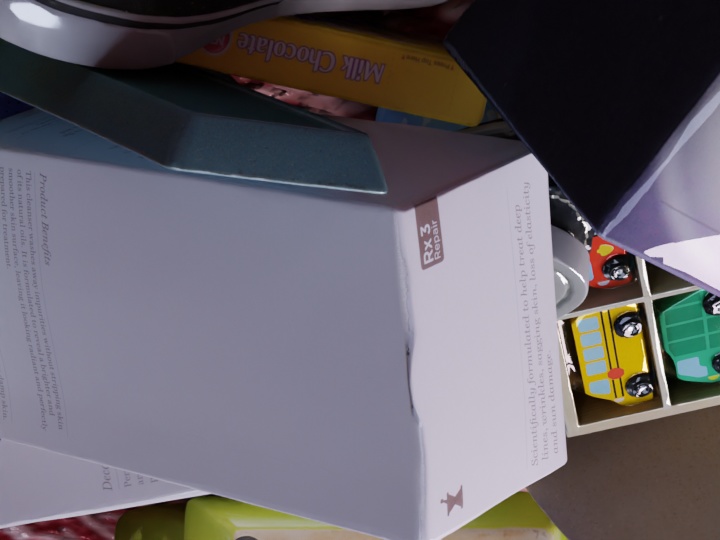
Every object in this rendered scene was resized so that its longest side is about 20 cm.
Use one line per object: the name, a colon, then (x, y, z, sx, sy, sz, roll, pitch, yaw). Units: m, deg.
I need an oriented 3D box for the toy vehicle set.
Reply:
toy vehicle set: (0.118, -0.025, 0.981, 0.124, 0.027, 0.201, -13, 135, 3)

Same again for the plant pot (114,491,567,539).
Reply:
plant pot: (-0.001, 0.190, 1.193, 0.199, 0.200, 0.181, 1, 167, -12)

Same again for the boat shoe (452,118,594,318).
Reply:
boat shoe: (0.007, -0.003, 0.959, 0.199, 0.061, 0.076, -14, 144, 41)

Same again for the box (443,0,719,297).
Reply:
box: (0.172, -0.082, 0.836, 0.199, 0.123, 0.199, 23, 112, -37)

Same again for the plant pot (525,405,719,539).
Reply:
plant pot: (0.181, 0.091, 1.145, 0.135, 0.200, 0.200, -50, 134, 7)

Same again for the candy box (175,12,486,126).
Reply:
candy box: (-0.065, -0.085, 0.905, 0.199, 0.102, 0.027, 11, 100, -23)

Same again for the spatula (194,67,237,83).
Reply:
spatula: (0.000, 0.000, 1.015, 0.056, 0.021, 0.200, -37, 104, 10)

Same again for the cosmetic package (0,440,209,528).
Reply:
cosmetic package: (-0.056, 0.054, 1.103, 0.199, 0.074, 0.102, -13, 176, 12)

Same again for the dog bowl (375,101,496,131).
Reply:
dog bowl: (0.104, -0.034, 1.038, 0.199, 0.050, 0.112, 7, 146, -18)

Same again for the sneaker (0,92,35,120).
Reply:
sneaker: (-0.143, 0.001, 0.998, 0.080, 0.116, 0.200, 7, 142, -19)

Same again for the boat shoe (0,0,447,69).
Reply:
boat shoe: (-0.035, -0.115, 0.845, 0.199, 0.071, 0.064, -15, 150, -38)

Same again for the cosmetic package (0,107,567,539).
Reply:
cosmetic package: (-0.036, 0.009, 0.887, 0.199, 0.113, 0.081, 12, -156, 37)

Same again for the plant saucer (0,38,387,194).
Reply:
plant saucer: (-0.063, -0.052, 0.837, 0.070, 0.019, 0.200, 6, -172, -27)
